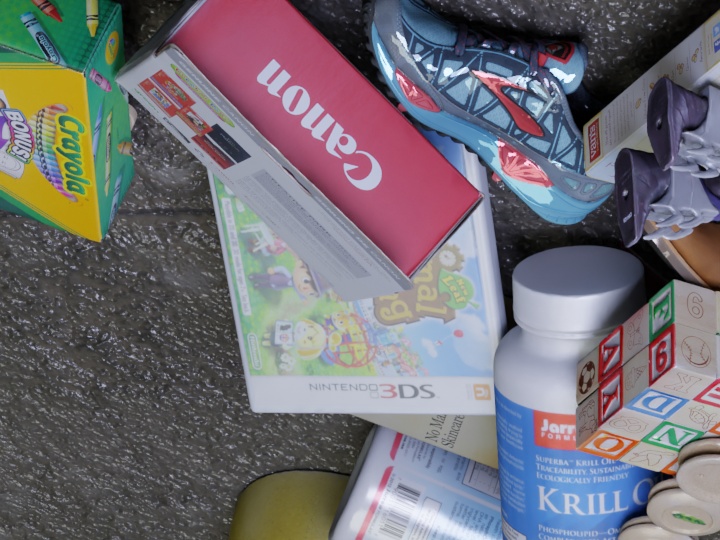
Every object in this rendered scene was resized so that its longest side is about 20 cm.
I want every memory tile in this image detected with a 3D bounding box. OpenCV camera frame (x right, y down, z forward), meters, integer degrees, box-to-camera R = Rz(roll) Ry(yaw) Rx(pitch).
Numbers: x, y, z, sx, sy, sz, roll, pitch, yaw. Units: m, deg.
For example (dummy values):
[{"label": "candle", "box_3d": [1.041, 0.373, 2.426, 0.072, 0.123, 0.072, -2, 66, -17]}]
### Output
[{"label": "memory tile", "box_3d": [0.264, 0.164, 1.661, 0.199, 0.017, 0.154, 18, 145, -9]}]

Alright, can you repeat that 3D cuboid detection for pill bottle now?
[{"label": "pill bottle", "box_3d": [0.085, 0.187, 1.978, 0.199, 0.109, 0.109, 24, 145, -2]}, {"label": "pill bottle", "box_3d": [0.139, 0.092, 1.734, 0.111, 0.112, 0.201, 5, 115, 23]}]

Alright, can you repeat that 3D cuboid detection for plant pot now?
[{"label": "plant pot", "box_3d": [-0.025, 0.269, 2.116, 0.199, 0.143, 0.201, 15, 145, 11]}]

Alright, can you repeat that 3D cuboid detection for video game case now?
[{"label": "video game case", "box_3d": [0.000, 0.000, 1.768, 0.181, 0.022, 0.201, 0, 115, 19]}]

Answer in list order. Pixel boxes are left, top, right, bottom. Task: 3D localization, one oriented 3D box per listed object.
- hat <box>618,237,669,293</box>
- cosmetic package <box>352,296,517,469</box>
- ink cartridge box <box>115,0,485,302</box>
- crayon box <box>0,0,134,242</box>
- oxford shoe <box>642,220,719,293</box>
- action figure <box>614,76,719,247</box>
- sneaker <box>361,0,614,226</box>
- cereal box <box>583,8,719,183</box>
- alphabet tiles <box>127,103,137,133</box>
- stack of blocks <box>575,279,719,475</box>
[{"label": "hat", "box_3d": [0.289, 0.065, 1.727, 0.198, 0.166, 0.177, -12, 109, -12]}, {"label": "cosmetic package", "box_3d": [0.075, 0.069, 1.858, 0.199, 0.071, 0.105, 19, 144, 4]}, {"label": "ink cartridge box", "box_3d": [-0.032, -0.080, 1.616, 0.200, 0.084, 0.175, 44, 169, -9]}, {"label": "crayon box", "box_3d": [-0.208, -0.107, 1.732, 0.118, 0.059, 0.200, 19, 151, 9]}, {"label": "oxford shoe", "box_3d": [0.228, -0.007, 1.632, 0.200, 0.071, 0.071, 31, 107, -38]}, {"label": "action figure", "box_3d": [0.239, -0.048, 1.523, 0.198, 0.070, 0.130, 5, 144, -21]}, {"label": "sneaker", "box_3d": [0.088, -0.116, 1.624, 0.200, 0.080, 0.095, 36, 125, -26]}, {"label": "cereal box", "box_3d": [0.235, -0.095, 1.549, 0.143, 0.040, 0.200, 13, 150, -26]}, {"label": "alphabet tiles", "box_3d": [-0.242, -0.122, 1.807, 0.195, 0.015, 0.200, 26, 151, -5]}, {"label": "stack of blocks", "box_3d": [0.239, 0.080, 1.627, 0.199, 0.059, 0.115, 16, 146, -20]}]
